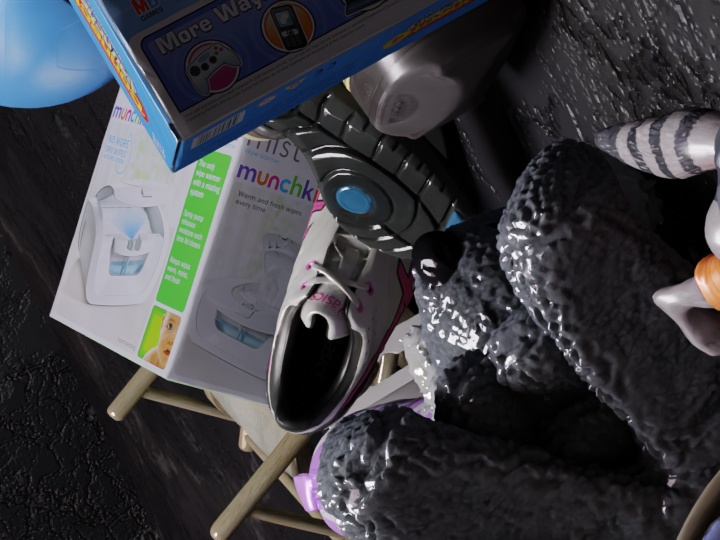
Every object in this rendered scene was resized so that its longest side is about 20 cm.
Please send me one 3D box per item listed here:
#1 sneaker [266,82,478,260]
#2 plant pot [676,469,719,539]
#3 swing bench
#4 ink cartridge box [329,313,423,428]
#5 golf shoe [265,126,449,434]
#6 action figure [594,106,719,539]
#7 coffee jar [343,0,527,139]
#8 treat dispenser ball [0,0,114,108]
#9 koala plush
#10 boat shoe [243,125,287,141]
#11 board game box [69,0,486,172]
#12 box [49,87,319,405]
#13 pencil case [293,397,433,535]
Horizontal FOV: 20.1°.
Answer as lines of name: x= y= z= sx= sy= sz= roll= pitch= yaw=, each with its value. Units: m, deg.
sneaker: x=-0.004 y=-0.086 z=1.037 sx=0.073 sy=0.082 sz=0.200 roll=-25 pitch=120 yaw=40
plant pot: x=0.212 y=0.154 z=0.717 sx=0.200 sy=0.200 sz=0.174 roll=52 pitch=178 yaw=26
swing bench: x=-0.052 y=0.067 z=1.413 sx=0.130 sy=0.200 sz=0.199 roll=17 pitch=-167 yaw=-34
ink cartridge box: x=0.064 y=0.116 z=1.200 sx=0.200 sy=0.117 sz=0.067 roll=57 pitch=169 yaw=11
golf shoe: x=0.000 y=0.000 z=1.124 sx=0.092 sy=0.072 sz=0.200 roll=-59 pitch=-14 yaw=-74
action figure: x=0.125 y=-0.010 z=0.645 sx=0.104 sy=0.200 sz=0.193 roll=30 pitch=177 yaw=-1
coffee jar: x=-0.003 y=-0.164 z=0.970 sx=0.200 sy=0.085 sz=0.104 roll=57 pitch=165 yaw=12
treat dispenser ball: x=-0.229 y=-0.212 z=1.385 sx=0.201 sy=0.201 sz=0.201 roll=53 pitch=163 yaw=24
koala plush: x=0.081 y=0.037 z=0.864 sx=0.184 sy=0.178 sz=0.200 roll=31 pitch=-168 yaw=-21
boat shoe: x=-0.079 y=-0.160 z=1.074 sx=0.201 sy=0.072 sz=0.066 roll=65 pitch=169 yaw=-14
board game box: x=-0.044 y=-0.176 z=0.865 sx=0.196 sy=0.200 sz=0.056 roll=59 pitch=166 yaw=6
box: x=-0.100 y=-0.023 z=1.322 sx=0.200 sy=0.097 sz=0.177 roll=21 pitch=95 yaw=58
pencil case: x=0.036 y=0.107 z=1.062 sx=0.084 sy=0.085 sz=0.200 roll=67 pitch=160 yaw=1
